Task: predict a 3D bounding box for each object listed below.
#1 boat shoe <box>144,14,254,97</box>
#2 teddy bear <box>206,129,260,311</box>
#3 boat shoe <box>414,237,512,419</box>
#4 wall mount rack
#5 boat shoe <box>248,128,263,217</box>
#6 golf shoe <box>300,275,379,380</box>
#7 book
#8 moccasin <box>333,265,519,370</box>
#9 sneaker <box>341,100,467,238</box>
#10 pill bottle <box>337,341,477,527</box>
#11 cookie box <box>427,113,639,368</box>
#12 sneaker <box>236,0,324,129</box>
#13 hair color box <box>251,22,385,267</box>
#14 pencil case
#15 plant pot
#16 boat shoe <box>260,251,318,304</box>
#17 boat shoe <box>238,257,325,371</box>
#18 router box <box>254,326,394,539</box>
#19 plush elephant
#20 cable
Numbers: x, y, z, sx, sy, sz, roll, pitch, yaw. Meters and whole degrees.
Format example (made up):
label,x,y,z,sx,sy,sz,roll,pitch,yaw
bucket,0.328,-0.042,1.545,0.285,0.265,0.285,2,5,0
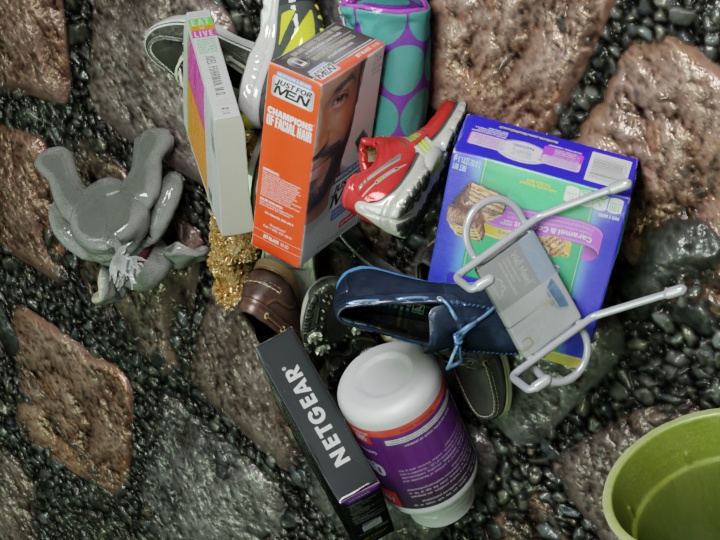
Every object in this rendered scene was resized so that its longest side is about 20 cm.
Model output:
label,x,y,z,sx,sy,sz,roll,pitch,yaw
boat shoe,-0.163,-0.220,1.795,0.199,0.064,0.071,19,126,33
teddy bear,-0.140,-0.054,1.839,0.066,0.146,0.201,8,144,-12
boat shoe,0.098,0.066,1.730,0.073,0.065,0.202,-8,106,46
wall mount rack,0.184,0.011,1.511,0.201,0.173,0.075,59,171,-21
boat shoe,-0.064,-0.132,1.719,0.059,0.072,0.202,19,96,22
golf shoe,-0.033,0.047,1.775,0.089,0.077,0.200,62,176,26
book,-0.142,-0.147,1.652,0.201,0.048,0.135,-109,13,-50
moccasin,0.070,0.053,1.577,0.198,0.068,0.081,7,123,9
sneaker,0.042,-0.110,1.578,0.084,0.200,0.078,20,127,14
pill bottle,0.056,0.178,1.778,0.112,0.113,0.201,11,140,36
cookie box,0.156,-0.025,1.587,0.169,0.075,0.201,16,127,9
sneaker,-0.057,-0.228,1.661,0.084,0.074,0.202,15,88,8
hair color box,-0.041,-0.117,1.592,0.064,0.111,0.202,25,129,24
pencil case,0.020,-0.177,1.645,0.092,0.085,0.202,13,123,16
plant pot,0.345,0.263,1.564,0.199,0.200,0.191,3,129,40
boat shoe,-0.074,-0.008,1.840,0.072,0.062,0.201,9,148,1
boat shoe,-0.088,0.067,1.834,0.070,0.071,0.200,10,152,24
router box,-0.037,0.178,1.774,0.201,0.051,0.150,59,172,27
plush elephant,-0.264,-0.044,1.941,0.155,0.163,0.202,67,-172,-65
cable,0.000,0.000,1.781,0.200,0.050,0.097,47,156,6
